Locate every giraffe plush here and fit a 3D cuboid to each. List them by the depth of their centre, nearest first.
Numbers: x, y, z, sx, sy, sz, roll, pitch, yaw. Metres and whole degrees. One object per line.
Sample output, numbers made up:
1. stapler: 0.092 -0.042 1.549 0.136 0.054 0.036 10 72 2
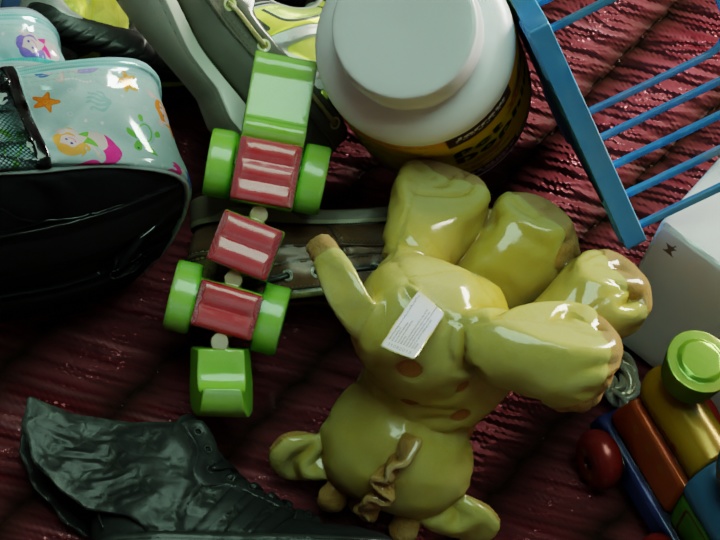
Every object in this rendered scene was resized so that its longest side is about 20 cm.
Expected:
1. giraffe plush: 0.041 0.062 1.535 0.172 0.163 0.200 36 37 21

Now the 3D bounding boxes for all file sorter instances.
1. file sorter: 0.157 -0.130 1.612 0.122 0.139 0.200 -26 22 4

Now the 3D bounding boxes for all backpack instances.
1. backpack: -0.196 -0.049 1.535 0.199 0.178 0.151 -5 63 -21

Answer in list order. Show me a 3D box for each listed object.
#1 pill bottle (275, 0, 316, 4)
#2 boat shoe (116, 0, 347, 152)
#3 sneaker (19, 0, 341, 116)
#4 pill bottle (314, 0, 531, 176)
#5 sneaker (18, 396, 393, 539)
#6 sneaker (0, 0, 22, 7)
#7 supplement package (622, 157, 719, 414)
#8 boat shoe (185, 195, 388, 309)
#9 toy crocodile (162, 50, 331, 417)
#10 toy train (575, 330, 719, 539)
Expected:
1. pill bottle: 0.011 -0.211 1.729 0.199 0.112 0.112 6 56 -10
2. boat shoe: -0.083 -0.137 1.598 0.060 0.072 0.202 -39 103 -16
3. sneaker: -0.102 -0.137 1.671 0.199 0.075 0.077 12 71 -18
4. pill bottle: 0.035 -0.114 1.578 0.109 0.200 0.110 -1 83 7
5. sneaker: -0.079 0.119 1.518 0.199 0.060 0.105 -1 62 -10
6. sneaker: -0.181 -0.223 1.719 0.082 0.074 0.201 10 64 -6
7. supplement package: 0.254 -0.020 1.652 0.121 0.120 0.200 38 57 11
8. boat shoe: 0.000 0.000 1.619 0.199 0.072 0.068 2 79 -6
9. toy crocodile: -0.060 -0.019 1.546 0.067 0.062 0.201 15 88 -3
10. toy train: 0.168 0.070 1.574 0.084 0.116 0.201 -18 63 -23
